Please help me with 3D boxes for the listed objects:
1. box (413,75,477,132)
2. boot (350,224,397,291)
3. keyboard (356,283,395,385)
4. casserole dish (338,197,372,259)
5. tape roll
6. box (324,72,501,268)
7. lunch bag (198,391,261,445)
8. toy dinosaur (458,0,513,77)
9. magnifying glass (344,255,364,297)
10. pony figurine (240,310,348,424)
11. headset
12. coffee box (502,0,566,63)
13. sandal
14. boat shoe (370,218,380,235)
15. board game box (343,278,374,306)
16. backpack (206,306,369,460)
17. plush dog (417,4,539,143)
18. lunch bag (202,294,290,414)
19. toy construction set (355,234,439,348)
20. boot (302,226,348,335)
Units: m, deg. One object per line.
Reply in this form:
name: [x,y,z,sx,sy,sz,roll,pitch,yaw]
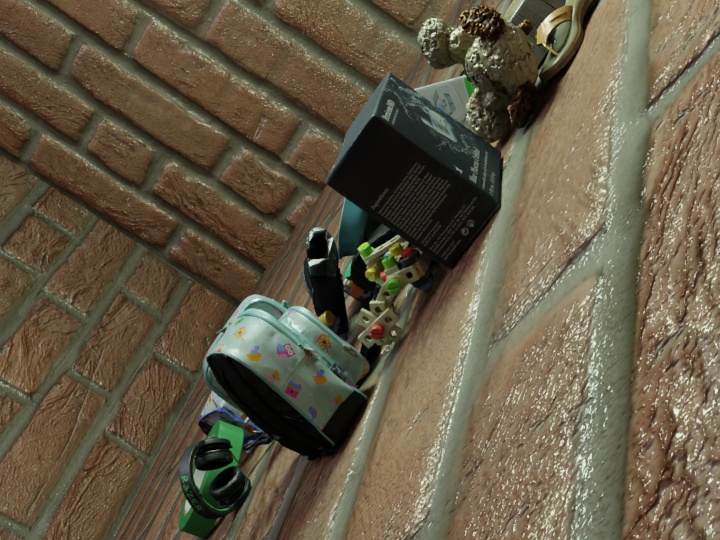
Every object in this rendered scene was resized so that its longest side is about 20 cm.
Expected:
box: [0.104,-0.235,1.774,0.175,0.098,0.200,-16,4,-7]
boot: [0.068,-0.075,1.704,0.211,0.079,0.158,-45,17,23]
keyboard: [0.028,0.076,1.588,0.200,0.039,0.105,-75,-3,-63]
casserole dish: [0.001,-0.112,1.725,0.121,0.038,0.202,80,-161,-72]
tape roll: [-0.264,0.367,1.971,0.200,0.048,0.202,-159,90,-78]
box: [0.076,-0.136,1.474,0.118,0.199,0.197,-52,10,25]
lunch bag: [-0.219,0.232,2.109,0.200,0.123,0.171,-29,30,59]
toy dinosaur: [0.251,-0.399,1.968,0.201,0.077,0.102,-59,-5,24]
magnifying glass: [0.000,0.000,1.808,0.080,0.022,0.200,-54,7,16]
pony figurine: [-0.108,0.142,1.779,0.199,0.166,0.194,-30,31,38]
headset: [-0.216,0.320,1.818,0.093,0.124,0.200,-25,3,25]
coffee box: [0.273,-0.392,1.710,0.201,0.079,0.114,-55,8,15]
sandal: [0.278,-0.342,1.564,0.080,0.054,0.201,-45,21,59]
boat shoe: [0.074,-0.128,1.841,0.201,0.061,0.072,-36,38,-22]
board game box: [0.024,-0.011,1.889,0.136,0.034,0.200,-57,8,-2]
backpack: [-0.097,0.134,1.464,0.154,0.199,0.176,-59,8,-18]
plush dog: [0.194,-0.289,1.544,0.160,0.201,0.172,-35,14,1]
lunch bag: [-0.117,0.134,1.585,0.161,0.199,0.077,-54,10,2]
toy construction set: [0.043,0.008,1.500,0.130,0.092,0.201,-25,30,25]
boot: [-0.065,-0.005,1.808,0.065,0.166,0.201,-20,-31,-3]
